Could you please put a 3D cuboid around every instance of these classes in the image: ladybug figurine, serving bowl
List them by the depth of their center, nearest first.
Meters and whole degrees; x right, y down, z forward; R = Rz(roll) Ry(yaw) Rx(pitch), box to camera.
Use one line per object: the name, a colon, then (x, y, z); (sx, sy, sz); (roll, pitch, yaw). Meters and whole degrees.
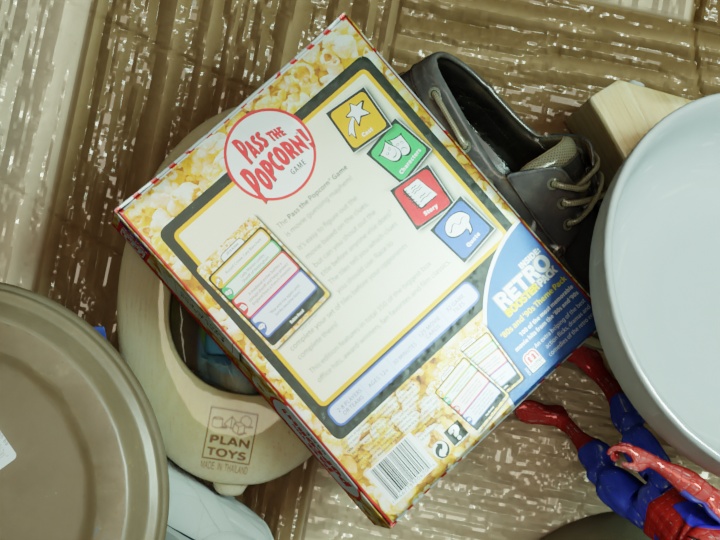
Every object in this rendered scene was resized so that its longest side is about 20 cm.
serving bowl: (0.195, 0.017, 0.811); (0.199, 0.066, 0.201); (7, 69, -18)
ladybug figurine: (-0.058, 0.016, 0.858); (0.135, 0.072, 0.201); (10, 82, -6)

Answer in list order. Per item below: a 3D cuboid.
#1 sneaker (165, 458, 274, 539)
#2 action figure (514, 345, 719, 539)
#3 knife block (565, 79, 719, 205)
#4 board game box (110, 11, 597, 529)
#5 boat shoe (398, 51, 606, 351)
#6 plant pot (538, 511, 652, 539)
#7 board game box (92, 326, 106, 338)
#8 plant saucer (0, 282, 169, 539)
sneaker: (-0.108, 0.127, 0.847); (0.200, 0.080, 0.077); (41, 115, 17)
action figure: (0.121, 0.103, 0.795); (0.099, 0.200, 0.066); (15, 111, -34)
knife block: (0.194, 0.008, 0.889); (0.199, 0.064, 0.177); (15, 82, -4)
board game box: (0.000, 0.000, 0.807); (0.151, 0.046, 0.200); (-41, 92, -12)
boat shoe: (0.089, -0.036, 0.865); (0.200, 0.073, 0.075); (38, 40, -1)
plant pot: (0.156, 0.223, 0.827); (0.199, 0.134, 0.202); (1, 83, -5)
board game box: (-0.174, 0.138, 0.812); (0.134, 0.045, 0.201); (-13, 84, 30)
plant saucer: (-0.187, 0.103, 0.750); (0.199, 0.029, 0.202); (0, 84, 2)
